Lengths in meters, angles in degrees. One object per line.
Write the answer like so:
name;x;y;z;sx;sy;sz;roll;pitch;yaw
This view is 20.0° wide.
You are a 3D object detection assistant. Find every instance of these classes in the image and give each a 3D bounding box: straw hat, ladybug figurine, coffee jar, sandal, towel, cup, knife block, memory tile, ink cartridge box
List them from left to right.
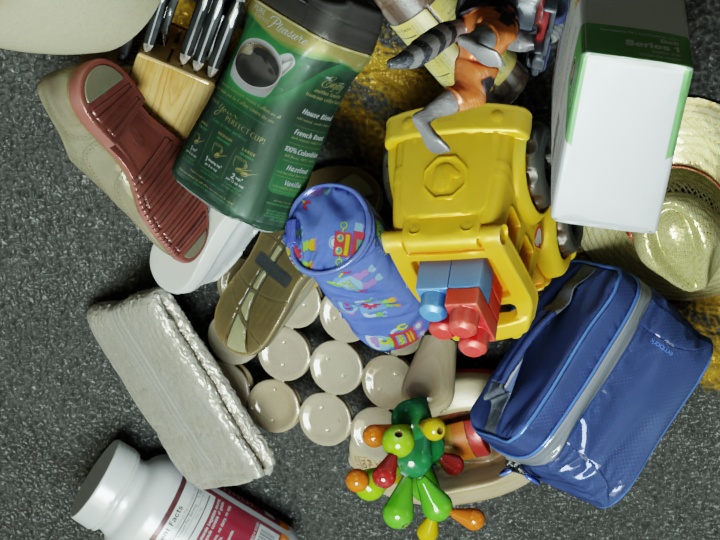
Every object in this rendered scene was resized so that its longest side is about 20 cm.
cup;-0.232;-0.245;1.570;0.200;0.201;0.143;-32;138;26
towel;-0.159;0.106;1.817;0.132;0.034;0.201;-15;109;54
knife block;-0.143;-0.151;1.677;0.175;0.064;0.201;-17;120;20
coffee jar;-0.064;-0.139;1.617;0.104;0.085;0.201;35;105;34
sandal;-0.052;-0.010;1.757;0.080;0.054;0.200;44;110;20
memory tile;-0.043;0.078;1.802;0.199;0.017;0.154;15;107;15
ladybug figurine;0.083;0.144;1.837;0.199;0.072;0.136;-11;121;15
ink cartridge box;0.194;-0.146;1.547;0.084;0.200;0.145;7;125;0
straw hat;0.263;-0.034;1.680;0.200;0.085;0.202;4;124;6

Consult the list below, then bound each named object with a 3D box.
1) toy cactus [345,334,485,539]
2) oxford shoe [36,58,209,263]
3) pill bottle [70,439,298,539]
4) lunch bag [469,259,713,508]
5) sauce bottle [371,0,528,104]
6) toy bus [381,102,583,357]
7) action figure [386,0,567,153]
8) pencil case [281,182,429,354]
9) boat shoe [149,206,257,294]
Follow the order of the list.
toy cactus;0.056;0.137;1.718;0.102;0.166;0.200;7;164;23
oxford shoe;-0.191;-0.089;1.662;0.075;0.071;0.200;1;131;41
pill bottle;-0.167;0.246;1.923;0.200;0.113;0.113;33;123;-13
lunch bag;0.181;0.095;1.714;0.132;0.136;0.200;36;82;-15
sauce bottle;0.052;-0.209;1.608;0.065;0.065;0.200;-30;114;26
toy bus;0.095;-0.009;1.636;0.135;0.193;0.200;-4;148;20
action figure;0.102;-0.210;1.525;0.104;0.194;0.200;20;140;8
pencil case;0.000;0.000;1.669;0.086;0.078;0.200;-10;155;15
boat shoe;-0.103;-0.061;1.730;0.072;0.068;0.201;39;114;23
